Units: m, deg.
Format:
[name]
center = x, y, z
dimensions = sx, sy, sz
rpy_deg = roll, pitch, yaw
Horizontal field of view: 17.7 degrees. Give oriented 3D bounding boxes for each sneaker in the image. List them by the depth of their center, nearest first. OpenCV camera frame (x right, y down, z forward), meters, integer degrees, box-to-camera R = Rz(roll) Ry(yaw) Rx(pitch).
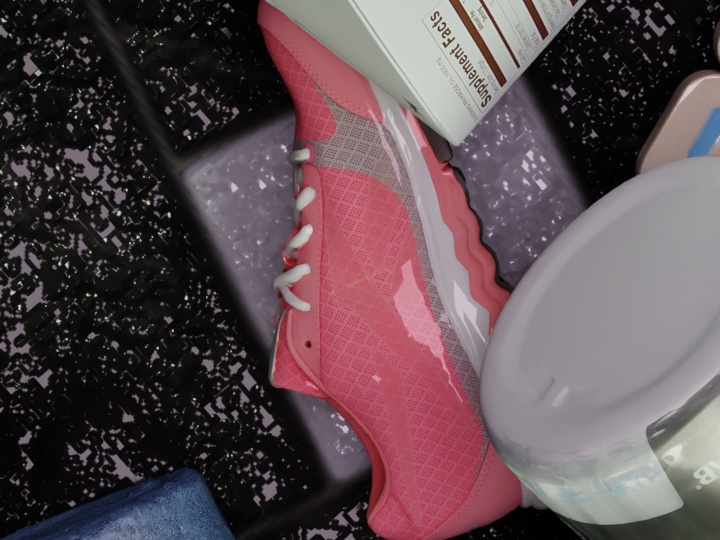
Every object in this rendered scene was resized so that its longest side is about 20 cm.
[sneaker]
center = 0.000, 0.000, 0.765
dimensions = 0.087, 0.074, 0.201
rpy_deg = -26, 91, -2

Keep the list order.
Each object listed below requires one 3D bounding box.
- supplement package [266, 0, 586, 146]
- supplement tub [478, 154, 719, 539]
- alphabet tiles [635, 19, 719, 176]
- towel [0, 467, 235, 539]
[supplement package]
center = 0.009, -0.189, 0.694
dimensions = 0.191, 0.147, 0.200
rpy_deg = 39, 85, 29
[supplement tub]
center = 0.140, 0.068, 0.725
dimensions = 0.123, 0.122, 0.200
rpy_deg = -47, 118, -3
[alphabet tiles]
center = 0.198, -0.024, 0.788
dimensions = 0.200, 0.015, 0.196
rpy_deg = 28, 100, -11
[towel]
center = -0.064, 0.174, 0.771
dimensions = 0.111, 0.049, 0.201
rpy_deg = -24, 91, -5
